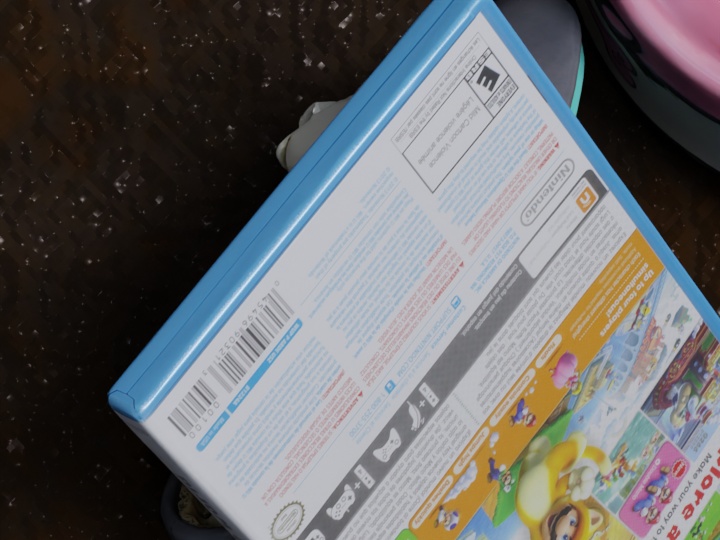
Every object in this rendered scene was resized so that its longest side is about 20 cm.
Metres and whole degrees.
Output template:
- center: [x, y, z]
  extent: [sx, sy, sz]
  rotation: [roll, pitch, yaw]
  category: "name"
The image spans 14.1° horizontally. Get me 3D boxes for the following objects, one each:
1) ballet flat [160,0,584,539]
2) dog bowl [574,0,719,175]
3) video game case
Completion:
- center: [0.000, 0.000, 0.802]
  extent: [0.073, 0.073, 0.200]
  rotation: [27, 80, -11]
  category: "ballet flat"
- center: [0.146, -0.116, 0.811]
  extent: [0.200, 0.074, 0.200]
  rotation: [-1, 85, 15]
  category: "dog bowl"
- center: [0.034, 0.041, 0.788]
  extent: [0.143, 0.018, 0.200]
  rotation: [-51, 129, -15]
  category: "video game case"
